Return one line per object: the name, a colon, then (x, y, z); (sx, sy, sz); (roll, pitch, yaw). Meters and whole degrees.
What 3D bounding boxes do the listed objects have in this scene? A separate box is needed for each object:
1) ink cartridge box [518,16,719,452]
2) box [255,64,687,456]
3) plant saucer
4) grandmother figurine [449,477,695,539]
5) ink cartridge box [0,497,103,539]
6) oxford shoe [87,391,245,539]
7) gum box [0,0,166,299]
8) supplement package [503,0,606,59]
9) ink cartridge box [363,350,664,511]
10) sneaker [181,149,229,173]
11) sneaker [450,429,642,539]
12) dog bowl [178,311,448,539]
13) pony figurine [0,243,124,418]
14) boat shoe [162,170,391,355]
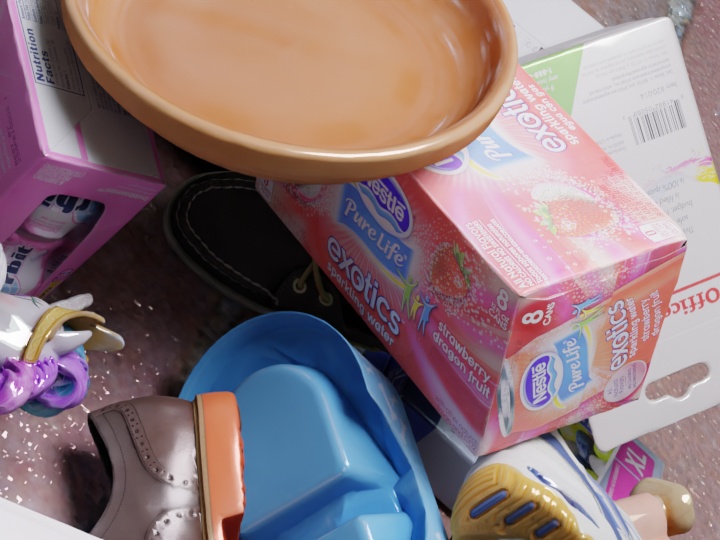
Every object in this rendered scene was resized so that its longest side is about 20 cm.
ink cartridge box: (0.127, -0.019, 1.159); (0.117, 0.067, 0.201); (-20, 97, -20)
box: (0.045, -0.027, 1.010); (0.094, 0.103, 0.200); (-16, 49, -29)
plant saucer: (-0.032, -0.102, 0.965); (0.200, 0.038, 0.200); (9, 42, -8)
grandmother figurine: (0.080, 0.157, 1.064); (0.200, 0.061, 0.122); (-8, 66, -35)
ink cartridge box: (-0.160, 0.177, 0.682); (0.084, 0.200, 0.146); (27, 41, -26)
oxford shoe: (-0.084, 0.146, 0.930); (0.072, 0.071, 0.200); (0, 59, -7)
gum box: (-0.162, -0.084, 0.995); (0.066, 0.113, 0.200); (13, 49, -41)
supplement package: (0.059, -0.105, 1.228); (0.200, 0.114, 0.110); (37, 76, -19)
ink cartridge box: (0.072, 0.082, 1.169); (0.200, 0.042, 0.119); (40, 35, -11)
sneaker: (-0.074, -0.109, 1.149); (0.200, 0.076, 0.077); (45, 39, -10)
sneaker: (0.117, 0.154, 1.009); (0.200, 0.075, 0.088); (60, 24, -15)
dog bowl: (-0.016, 0.115, 0.984); (0.050, 0.111, 0.200); (23, 41, -53)
pony figurine: (-0.195, 0.027, 0.845); (0.200, 0.167, 0.193); (24, 28, -7)
boat shoe: (0.000, 0.000, 1.090); (0.201, 0.072, 0.061); (21, -5, -5)
